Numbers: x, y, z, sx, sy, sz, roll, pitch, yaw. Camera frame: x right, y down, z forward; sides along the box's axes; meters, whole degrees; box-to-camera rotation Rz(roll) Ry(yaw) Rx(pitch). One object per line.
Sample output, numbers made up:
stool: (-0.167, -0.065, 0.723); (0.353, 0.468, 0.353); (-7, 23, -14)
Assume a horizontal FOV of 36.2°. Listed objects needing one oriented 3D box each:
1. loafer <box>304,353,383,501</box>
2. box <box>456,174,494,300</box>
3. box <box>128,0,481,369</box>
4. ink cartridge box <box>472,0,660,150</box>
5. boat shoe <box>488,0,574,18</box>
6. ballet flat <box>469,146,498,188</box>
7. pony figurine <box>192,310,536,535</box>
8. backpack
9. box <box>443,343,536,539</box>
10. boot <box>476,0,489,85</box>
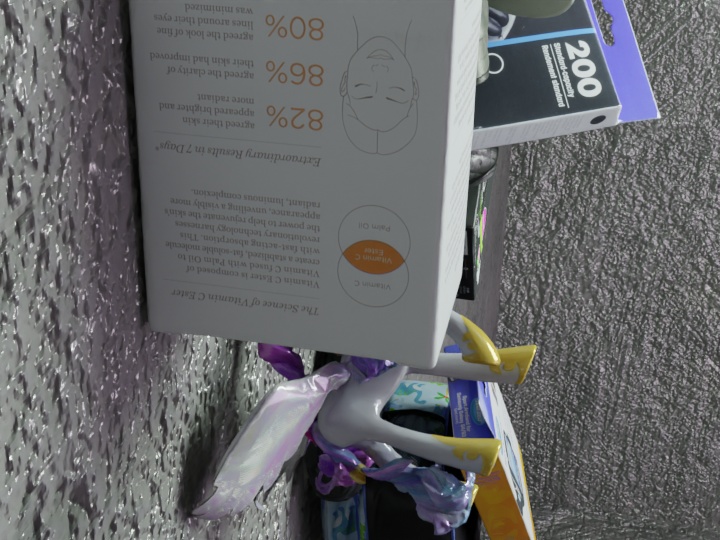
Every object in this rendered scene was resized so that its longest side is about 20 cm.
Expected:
loafer: (-0.005, 0.103, 0.960); (0.070, 0.068, 0.202); (52, 42, -61)
box: (0.064, -0.098, 1.051); (0.149, 0.123, 0.201); (79, 20, -62)
box: (-0.023, -0.071, 0.549); (0.106, 0.151, 0.202); (-63, 157, -63)
ink cartridge box: (0.143, -0.209, 0.922); (0.043, 0.198, 0.200); (122, -45, -69)
boat shoe: (0.084, -0.271, 0.871); (0.070, 0.200, 0.072); (-61, -175, 42)
ballet flat: (0.032, -0.069, 0.904); (0.199, 0.066, 0.057); (-33, 116, -27)
pony figurine: (-0.008, 0.088, 0.719); (0.167, 0.199, 0.194); (54, 59, -84)
backpack: (0.040, 0.204, 1.039); (0.200, 0.146, 0.184); (-70, 158, -58)
box: (0.112, 0.155, 0.965); (0.120, 0.041, 0.201); (-92, 163, -45)
boot: (0.068, -0.185, 0.771); (0.201, 0.067, 0.131); (-79, 154, -56)
